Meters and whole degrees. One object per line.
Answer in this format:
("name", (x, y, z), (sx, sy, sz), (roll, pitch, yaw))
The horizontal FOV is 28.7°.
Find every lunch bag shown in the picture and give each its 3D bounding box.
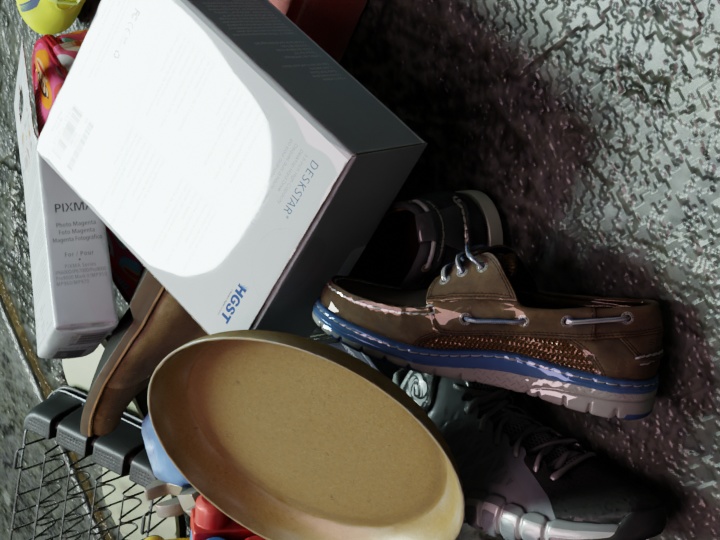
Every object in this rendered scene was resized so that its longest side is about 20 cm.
("lunch bag", (-0.174, -0.071, 1.051), (0.200, 0.082, 0.177), (48, 146, 38))

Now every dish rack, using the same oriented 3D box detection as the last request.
("dish rack", (-0.218, 0.211, 1.140), (0.153, 0.054, 0.201), (21, 111, 25))

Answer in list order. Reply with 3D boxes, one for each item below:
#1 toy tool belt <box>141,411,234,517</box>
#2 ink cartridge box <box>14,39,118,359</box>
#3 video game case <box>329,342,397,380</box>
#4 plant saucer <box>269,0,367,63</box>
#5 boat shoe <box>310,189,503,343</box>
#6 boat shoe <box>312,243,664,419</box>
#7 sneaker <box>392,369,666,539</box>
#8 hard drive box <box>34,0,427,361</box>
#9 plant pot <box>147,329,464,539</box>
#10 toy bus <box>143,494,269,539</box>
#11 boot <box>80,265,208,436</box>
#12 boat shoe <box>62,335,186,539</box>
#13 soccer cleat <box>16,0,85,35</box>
("toy tool belt", (-0.104, 0.121, 0.993), (0.200, 0.122, 0.126), (-22, 87, 50))
("ink cartridge box", (-0.215, -0.045, 1.011), (0.162, 0.057, 0.202), (148, 119, -71))
("video game case", (-0.013, 0.139, 1.006), (0.143, 0.019, 0.200), (52, 135, 23))
("plant saucer", (-0.074, -0.220, 0.926), (0.200, 0.037, 0.200), (51, 136, 24))
("boat shoe", (0.000, 0.000, 0.892), (0.200, 0.067, 0.072), (-27, 79, 48))
("boat shoe", (0.072, 0.023, 0.792), (0.199, 0.072, 0.073), (13, 102, 10))
("sneaker", (0.088, 0.093, 0.832), (0.199, 0.075, 0.116), (5, 96, 40))
("hard drive box", (-0.083, -0.073, 0.842), (0.200, 0.077, 0.156), (45, 121, 21))
("plant pot", (-0.030, 0.102, 0.823), (0.199, 0.028, 0.201), (15, 137, 15))
("toy bus", (-0.061, 0.237, 0.946), (0.136, 0.199, 0.193), (-111, 27, -62))
("boot", (-0.138, 0.055, 0.981), (0.075, 0.074, 0.200), (24, 126, -13))
("boat shoe", (-0.183, 0.142, 1.171), (0.073, 0.063, 0.203), (-20, 88, 30))
("soccer cleat", (-0.208, -0.239, 1.051), (0.084, 0.064, 0.200), (52, 136, 18))
